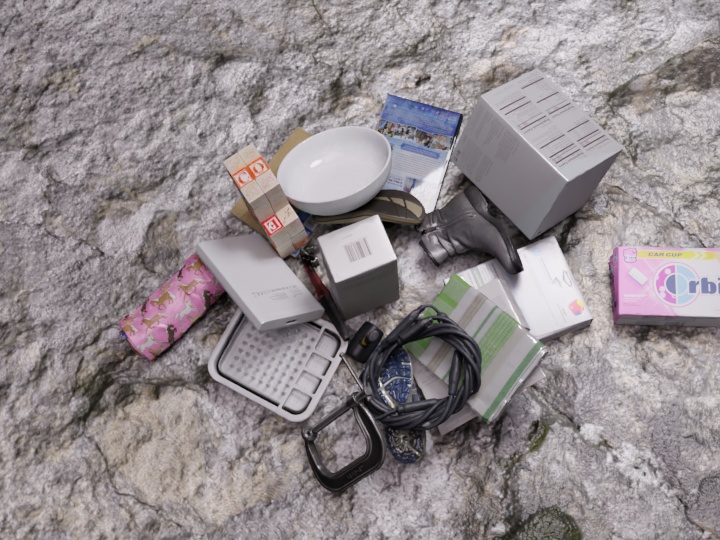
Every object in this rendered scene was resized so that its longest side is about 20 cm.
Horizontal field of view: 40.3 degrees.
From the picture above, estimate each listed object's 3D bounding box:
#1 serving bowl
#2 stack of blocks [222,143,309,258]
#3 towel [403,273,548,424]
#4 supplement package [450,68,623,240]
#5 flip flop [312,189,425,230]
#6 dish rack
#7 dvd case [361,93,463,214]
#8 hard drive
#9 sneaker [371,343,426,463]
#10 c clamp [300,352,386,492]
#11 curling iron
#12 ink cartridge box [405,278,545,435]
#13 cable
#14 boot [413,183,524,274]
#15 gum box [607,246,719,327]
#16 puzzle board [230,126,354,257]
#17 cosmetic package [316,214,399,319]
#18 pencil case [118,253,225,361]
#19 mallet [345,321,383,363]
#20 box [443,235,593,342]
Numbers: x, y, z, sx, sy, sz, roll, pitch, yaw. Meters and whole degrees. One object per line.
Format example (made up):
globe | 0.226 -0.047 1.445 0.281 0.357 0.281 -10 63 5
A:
serving bowl | -0.038 -0.159 1.661 0.199 0.066 0.201 -11 43 11
stack of blocks | -0.152 -0.110 1.609 0.058 0.200 0.115 -34 71 -5
towel | 0.176 0.119 1.512 0.200 0.031 0.149 42 100 31
supplement package | 0.283 -0.191 1.599 0.150 0.152 0.200 -30 68 -33
flip flop | 0.015 -0.092 1.664 0.199 0.058 0.081 -3 37 17
dish rack | -0.134 0.142 1.623 0.199 0.044 0.172 26 77 14
dvd case | 0.086 -0.202 1.717 0.142 0.018 0.201 16 75 7
hard drive | -0.167 0.017 1.616 0.132 0.027 0.200 -11 48 -42
sneaker | 0.061 0.211 1.556 0.077 0.085 0.201 -14 69 11
c clamp | -0.031 0.248 1.523 0.171 0.027 0.200 55 128 16
curling iron | -0.062 0.037 1.629 0.025 0.050 0.201 -18 59 -10
ink cartridge box | 0.178 0.137 1.545 0.200 0.045 0.177 -33 68 22
cable | 0.089 0.162 1.497 0.200 0.051 0.163 -45 74 2
boot | 0.175 -0.040 1.612 0.131 0.070 0.200 -32 48 4
gum box | 0.498 0.027 1.569 0.199 0.066 0.114 1 73 8
puzzle board | -0.112 -0.139 1.728 0.150 0.017 0.200 34 80 15
cosmetic package | 0.000 0.000 1.568 0.107 0.200 0.085 -21 72 -5
pencil case | -0.315 0.059 1.654 0.200 0.087 0.083 -43 34 -8
mallet | 0.006 0.117 1.536 0.041 0.200 0.066 34 89 1
box | 0.256 0.051 1.605 0.199 0.041 0.156 -22 71 1
